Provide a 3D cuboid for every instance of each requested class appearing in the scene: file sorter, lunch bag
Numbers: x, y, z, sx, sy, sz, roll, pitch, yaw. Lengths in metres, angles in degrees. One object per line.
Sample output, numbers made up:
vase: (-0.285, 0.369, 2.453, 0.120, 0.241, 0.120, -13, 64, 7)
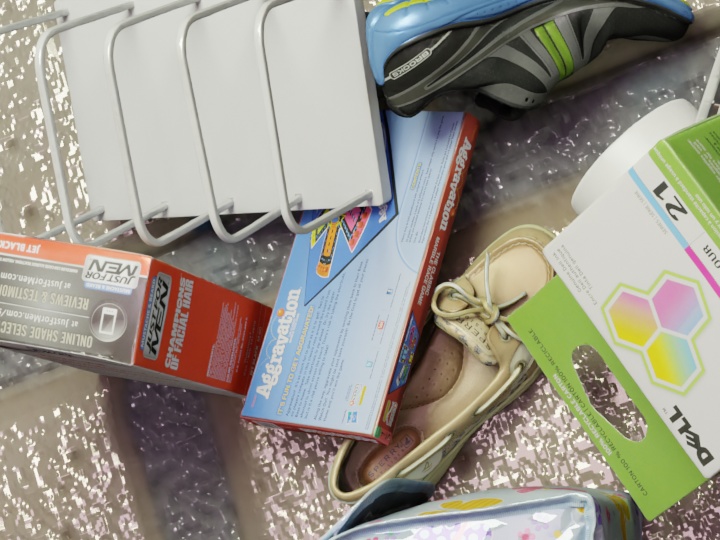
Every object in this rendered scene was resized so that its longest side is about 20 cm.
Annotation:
file sorter: (-0.105, -0.088, 1.153, 0.200, 0.125, 0.139, -3, 105, 25)
lunch bag: (0.049, 0.175, 1.102, 0.200, 0.170, 0.127, -10, 82, 16)

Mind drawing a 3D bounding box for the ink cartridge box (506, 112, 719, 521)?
ink cartridge box: (0.155, 0.039, 1.042, 0.148, 0.076, 0.200, 55, 131, 12)

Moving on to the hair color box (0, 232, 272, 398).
hair color box: (-0.137, 0.028, 1.162, 0.111, 0.200, 0.064, 9, 85, 17)

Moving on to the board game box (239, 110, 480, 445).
board game box: (0.000, 0.000, 1.185, 0.103, 0.019, 0.200, 5, 72, 38)

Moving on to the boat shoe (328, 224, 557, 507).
boat shoe: (0.054, 0.059, 1.174, 0.073, 0.063, 0.200, 34, 91, 19)

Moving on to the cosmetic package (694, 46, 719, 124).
cosmetic package: (0.240, -0.123, 1.100, 0.083, 0.051, 0.200, 18, 54, 8)

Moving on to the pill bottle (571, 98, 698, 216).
pill bottle: (0.214, 0.006, 1.109, 0.114, 0.114, 0.200, -43, 73, 6)

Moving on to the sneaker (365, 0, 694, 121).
sneaker: (0.097, -0.131, 1.166, 0.199, 0.071, 0.083, -12, 113, -19)

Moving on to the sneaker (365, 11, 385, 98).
sneaker: (-0.034, -0.174, 1.228, 0.202, 0.077, 0.146, -5, 83, 16)
